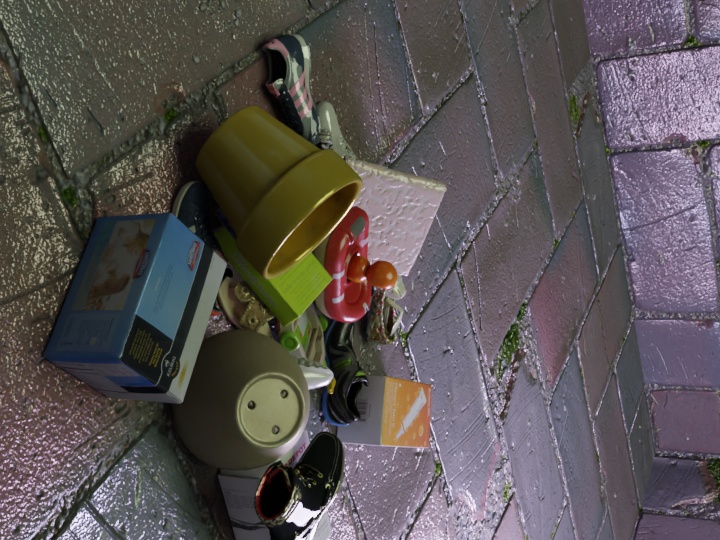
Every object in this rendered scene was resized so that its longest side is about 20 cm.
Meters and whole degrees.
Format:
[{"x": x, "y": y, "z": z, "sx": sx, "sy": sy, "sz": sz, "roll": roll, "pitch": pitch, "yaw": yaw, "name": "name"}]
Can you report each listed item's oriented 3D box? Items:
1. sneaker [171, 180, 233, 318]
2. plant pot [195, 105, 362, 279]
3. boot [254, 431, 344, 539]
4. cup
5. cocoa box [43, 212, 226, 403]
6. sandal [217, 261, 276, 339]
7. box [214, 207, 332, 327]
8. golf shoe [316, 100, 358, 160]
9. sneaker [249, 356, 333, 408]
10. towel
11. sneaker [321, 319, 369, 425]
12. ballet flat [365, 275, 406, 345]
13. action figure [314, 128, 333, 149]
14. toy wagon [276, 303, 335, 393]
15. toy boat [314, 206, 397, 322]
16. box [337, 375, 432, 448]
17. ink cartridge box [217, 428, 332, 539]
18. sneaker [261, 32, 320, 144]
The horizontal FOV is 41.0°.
[{"x": -0.219, "y": -0.027, "z": 1.363, "sx": 0.075, "sy": 0.083, "sz": 0.203, "roll": 8, "pitch": 82, "yaw": -60, "name": "sneaker"}, {"x": -0.129, "y": -0.123, "z": 1.378, "sx": 0.189, "sy": 0.201, "sz": 0.200, "roll": 45, "pitch": 33, "yaw": 8, "name": "plant pot"}, {"x": -0.085, "y": 0.304, "z": 1.395, "sx": 0.155, "sy": 0.073, "sz": 0.205, "roll": 76, "pitch": 33, "yaw": -55, "name": "boot"}, {"x": -0.149, "y": 0.187, "z": 1.335, "sx": 0.198, "sy": 0.143, "sz": 0.204, "roll": 0, "pitch": 89, "yaw": -25, "name": "cup"}, {"x": -0.278, "y": 0.046, "z": 1.207, "sx": 0.131, "sy": 0.132, "sz": 0.202, "roll": 47, "pitch": 50, "yaw": -49, "name": "cocoa box"}, {"x": -0.153, "y": 0.074, "z": 1.490, "sx": 0.078, "sy": 0.069, "sz": 0.214, "roll": -54, "pitch": 134, "yaw": -47, "name": "sandal"}, {"x": -0.141, "y": -0.027, "z": 1.476, "sx": 0.201, "sy": 0.047, "sz": 0.122, "roll": 51, "pitch": 39, "yaw": -8, "name": "box"}, {"x": -0.037, "y": -0.198, "z": 1.686, "sx": 0.072, "sy": 0.091, "sz": 0.203, "roll": -29, "pitch": 113, "yaw": -56, "name": "golf shoe"}, {"x": -0.135, "y": 0.173, "z": 1.465, "sx": 0.197, "sy": 0.076, "sz": 0.082, "roll": 2, "pitch": 91, "yaw": -25, "name": "sneaker"}, {"x": 0.029, "y": -0.090, "z": 1.673, "sx": 0.197, "sy": 0.032, "sz": 0.193, "roll": 11, "pitch": 117, "yaw": -23, "name": "towel"}, {"x": -0.021, "y": 0.173, "z": 1.707, "sx": 0.071, "sy": 0.082, "sz": 0.203, "roll": 13, "pitch": 78, "yaw": -60, "name": "sneaker"}, {"x": 0.054, "y": 0.054, "z": 1.802, "sx": 0.076, "sy": 0.063, "sz": 0.202, "roll": -39, "pitch": 142, "yaw": -48, "name": "ballet flat"}, {"x": -0.092, "y": -0.162, "z": 1.520, "sx": 0.198, "sy": 0.102, "sz": 0.120, "roll": 23, "pitch": 70, "yaw": -28, "name": "action figure"}, {"x": -0.089, "y": 0.122, "z": 1.601, "sx": 0.156, "sy": 0.039, "sz": 0.202, "roll": -75, "pitch": 151, "yaw": -57, "name": "toy wagon"}, {"x": 0.000, "y": 0.000, "z": 1.599, "sx": 0.131, "sy": 0.129, "sz": 0.202, "roll": -54, "pitch": 155, "yaw": -44, "name": "toy boat"}, {"x": 0.048, "y": 0.267, "z": 1.811, "sx": 0.199, "sy": 0.096, "sz": 0.126, "roll": 19, "pitch": 72, "yaw": -59, "name": "box"}, {"x": -0.130, "y": 0.366, "z": 1.506, "sx": 0.147, "sy": 0.082, "sz": 0.203, "roll": -41, "pitch": 124, "yaw": -53, "name": "ink cartridge box"}, {"x": -0.120, "y": -0.283, "z": 1.583, "sx": 0.081, "sy": 0.070, "sz": 0.203, "roll": -18, "pitch": 103, "yaw": -42, "name": "sneaker"}]
